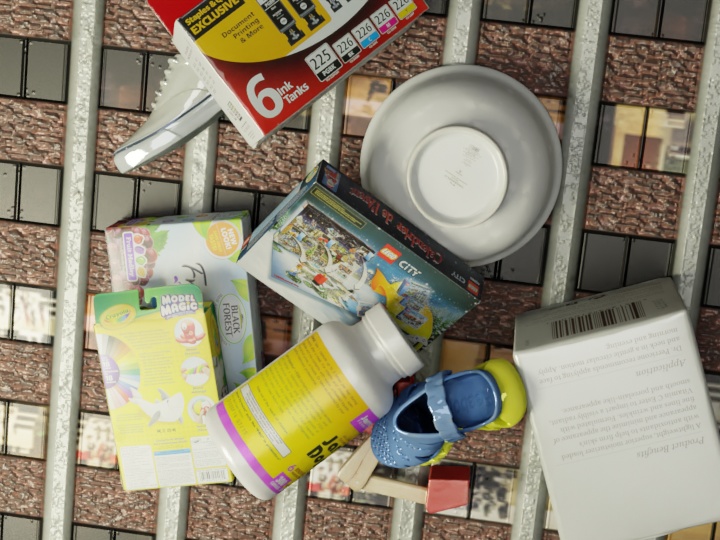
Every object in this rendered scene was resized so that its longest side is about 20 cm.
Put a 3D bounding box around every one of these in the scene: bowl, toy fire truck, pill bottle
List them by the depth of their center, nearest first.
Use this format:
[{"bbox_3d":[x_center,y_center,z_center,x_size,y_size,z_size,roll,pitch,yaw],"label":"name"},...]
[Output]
[{"bbox_3d":[-0.040,0.118,1.333,0.199,0.104,0.105,-36,95,2],"label":"pill bottle"},{"bbox_3d":[0.094,-0.093,1.354,0.199,0.090,0.203,1,102,6],"label":"bowl"},{"bbox_3d":[0.010,0.171,1.434,0.198,0.049,0.143,-2,100,6],"label":"toy fire truck"}]

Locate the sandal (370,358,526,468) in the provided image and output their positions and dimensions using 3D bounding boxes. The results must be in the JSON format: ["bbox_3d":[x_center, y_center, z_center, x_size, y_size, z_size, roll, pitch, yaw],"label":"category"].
[{"bbox_3d":[0.062,0.134,1.315,0.200,0.086,0.080,-38,65,49],"label":"sandal"}]

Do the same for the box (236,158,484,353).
[{"bbox_3d":[0.000,0.000,1.357,0.199,0.038,0.136,35,127,-17],"label":"box"}]

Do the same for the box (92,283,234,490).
[{"bbox_3d":[-0.191,0.111,1.394,0.116,0.048,0.202,-5,105,8],"label":"box"}]

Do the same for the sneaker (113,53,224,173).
[{"bbox_3d":[-0.167,-0.173,1.382,0.199,0.073,0.071,-37,93,1],"label":"sneaker"}]

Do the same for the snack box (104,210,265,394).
[{"bbox_3d":[-0.173,0.047,1.428,0.141,0.053,0.202,-4,101,6],"label":"snack box"}]

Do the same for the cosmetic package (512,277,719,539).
[{"bbox_3d":[0.246,0.133,1.341,0.163,0.165,0.202,-14,99,9],"label":"cosmetic package"}]

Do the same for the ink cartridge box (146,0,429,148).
[{"bbox_3d":[-0.071,-0.246,1.313,0.200,0.084,0.176,-39,94,-11],"label":"ink cartridge box"}]
